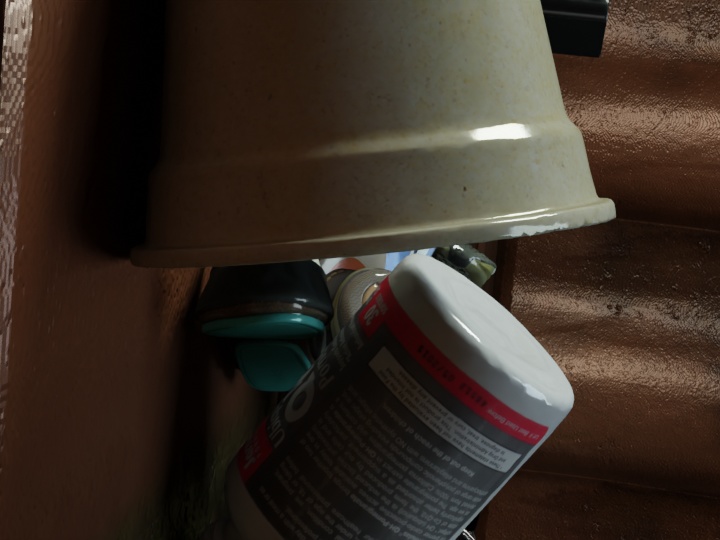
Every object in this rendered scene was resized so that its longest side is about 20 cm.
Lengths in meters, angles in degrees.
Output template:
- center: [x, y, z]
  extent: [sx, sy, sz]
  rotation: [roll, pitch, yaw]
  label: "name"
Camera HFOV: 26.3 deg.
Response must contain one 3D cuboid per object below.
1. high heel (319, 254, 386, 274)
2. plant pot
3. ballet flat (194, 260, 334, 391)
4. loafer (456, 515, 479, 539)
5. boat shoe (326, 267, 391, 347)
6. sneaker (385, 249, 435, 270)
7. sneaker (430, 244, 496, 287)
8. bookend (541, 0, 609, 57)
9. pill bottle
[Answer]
- center: [-0.024, -0.034, 0.972]
  extent: [0.201, 0.096, 0.068]
  rotation: [-56, 143, -22]
  label: "high heel"
- center: [-0.003, -0.104, 0.627]
  extent: [0.200, 0.198, 0.186]
  rotation: [-26, 111, -80]
  label: "plant pot"
- center: [-0.048, 0.012, 0.775]
  extent: [0.200, 0.067, 0.069]
  rotation: [103, -14, -76]
  label: "ballet flat"
- center: [0.073, 0.194, 1.098]
  extent: [0.201, 0.063, 0.072]
  rotation: [61, 11, 27]
  label: "loafer"
- center: [0.016, 0.065, 0.932]
  extent: [0.075, 0.073, 0.201]
  rotation: [-55, 138, -28]
  label: "boat shoe"
- center: [0.000, 0.000, 1.035]
  extent: [0.082, 0.073, 0.202]
  rotation: [37, 65, -51]
  label: "sneaker"
- center: [0.037, 0.023, 1.147]
  extent: [0.089, 0.076, 0.200]
  rotation: [-64, -170, -19]
  label: "sneaker"
- center: [0.060, -0.143, 0.892]
  extent: [0.092, 0.197, 0.202]
  rotation: [53, 45, -80]
  label: "bookend"
- center: [0.003, 0.100, 0.762]
  extent: [0.200, 0.111, 0.111]
  rotation: [-50, 178, 12]
  label: "pill bottle"
